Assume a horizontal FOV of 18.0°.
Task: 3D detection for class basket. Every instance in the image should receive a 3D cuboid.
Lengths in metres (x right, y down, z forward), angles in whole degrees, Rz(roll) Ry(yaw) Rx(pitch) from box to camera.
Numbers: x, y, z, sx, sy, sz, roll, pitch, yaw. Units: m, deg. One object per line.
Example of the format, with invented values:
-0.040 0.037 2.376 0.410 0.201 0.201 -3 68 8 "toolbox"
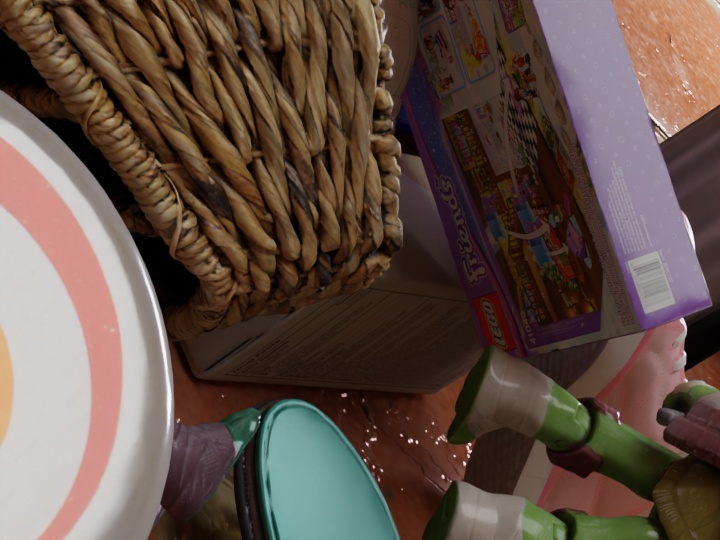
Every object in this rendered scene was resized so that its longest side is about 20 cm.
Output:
-0.097 -0.044 0.810 0.149 0.200 0.143 -11 103 -33 "basket"

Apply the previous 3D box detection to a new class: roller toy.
-0.157 0.042 0.618 0.182 0.140 0.201 15 65 -33 "roller toy"

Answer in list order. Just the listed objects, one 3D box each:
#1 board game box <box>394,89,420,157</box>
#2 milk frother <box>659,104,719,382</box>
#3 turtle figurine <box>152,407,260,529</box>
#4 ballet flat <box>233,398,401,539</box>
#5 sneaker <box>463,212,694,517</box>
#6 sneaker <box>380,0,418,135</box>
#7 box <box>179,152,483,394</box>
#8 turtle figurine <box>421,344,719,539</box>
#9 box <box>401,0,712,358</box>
0.028 -0.076 1.128 0.200 0.134 0.045 22 76 -51 "board game box"
0.202 0.017 1.266 0.200 0.188 0.181 -5 65 -62 "milk frother"
-0.136 0.015 0.777 0.200 0.101 0.150 40 -13 -10 "turtle figurine"
-0.004 0.148 0.885 0.200 0.073 0.073 60 25 7 "ballet flat"
0.130 0.052 1.057 0.104 0.201 0.075 11 35 -19 "sneaker"
-0.071 -0.120 0.966 0.199 0.089 0.075 17 5 5 "sneaker"
0.000 0.000 1.037 0.200 0.095 0.078 11 49 -59 "box"
0.122 0.117 0.956 0.193 0.144 0.200 19 3 -6 "turtle figurine"
0.067 -0.066 0.948 0.039 0.137 0.201 -18 90 -25 "box"
